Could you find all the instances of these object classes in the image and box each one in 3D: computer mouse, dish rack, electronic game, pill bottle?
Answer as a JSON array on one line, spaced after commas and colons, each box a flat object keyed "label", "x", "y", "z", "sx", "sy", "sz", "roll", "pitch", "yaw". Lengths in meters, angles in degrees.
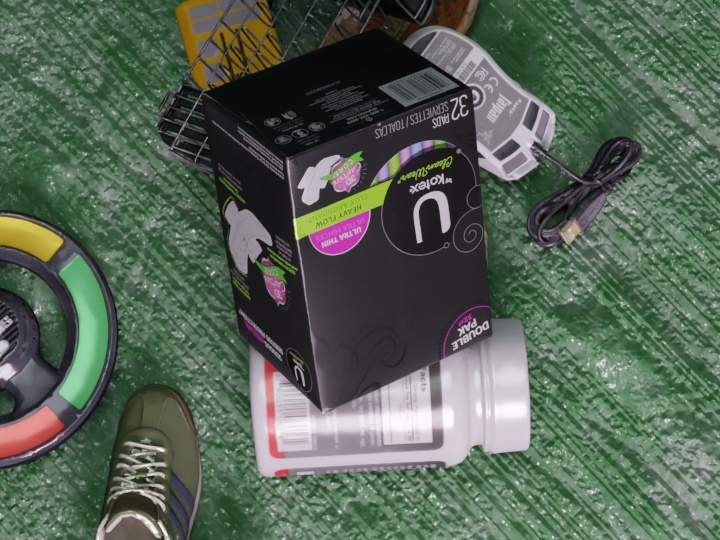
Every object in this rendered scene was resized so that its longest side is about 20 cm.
[{"label": "computer mouse", "x": 0.110, "y": -0.112, "z": 1.661, "sx": 0.200, "sy": 0.044, "sz": 0.110, "roll": 39, "pitch": 83, "yaw": -4}, {"label": "dish rack", "x": -0.054, "y": -0.150, "z": 1.581, "sx": 0.153, "sy": 0.055, "sz": 0.201, "roll": 20, "pitch": 74, "yaw": 40}, {"label": "electronic game", "x": -0.281, "y": 0.051, "z": 1.636, "sx": 0.198, "sy": 0.042, "sz": 0.202, "roll": 0, "pitch": 74, "yaw": 1}, {"label": "pill bottle", "x": 0.021, "y": 0.088, "z": 1.581, "sx": 0.198, "sy": 0.114, "sz": 0.115, "roll": -3, "pitch": 74, "yaw": 0}]

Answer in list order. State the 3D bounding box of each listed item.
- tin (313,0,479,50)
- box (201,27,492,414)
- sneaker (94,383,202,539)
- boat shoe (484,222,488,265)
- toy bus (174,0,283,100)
[{"label": "tin", "x": 0.024, "y": -0.178, "z": 1.658, "sx": 0.042, "sy": 0.112, "sz": 0.201, "roll": 25, "pitch": 74, "yaw": 31}, {"label": "box", "x": -0.006, "y": -0.035, "z": 1.478, "sx": 0.148, "sy": 0.202, "sz": 0.124, "roll": -22, "pitch": 35, "yaw": -23}, {"label": "sneaker", "x": -0.155, "y": 0.174, "z": 1.572, "sx": 0.066, "sy": 0.090, "sz": 0.202, "roll": 3, "pitch": 74, "yaw": 3}, {"label": "boat shoe", "x": 0.000, "y": 0.000, "z": 1.627, "sx": 0.198, "sy": 0.074, "sz": 0.067, "roll": -6, "pitch": 68, "yaw": 0}, {"label": "toy bus", "x": -0.090, "y": -0.152, "z": 1.678, "sx": 0.078, "sy": 0.065, "sz": 0.202, "roll": -16, "pitch": 75, "yaw": -2}]
